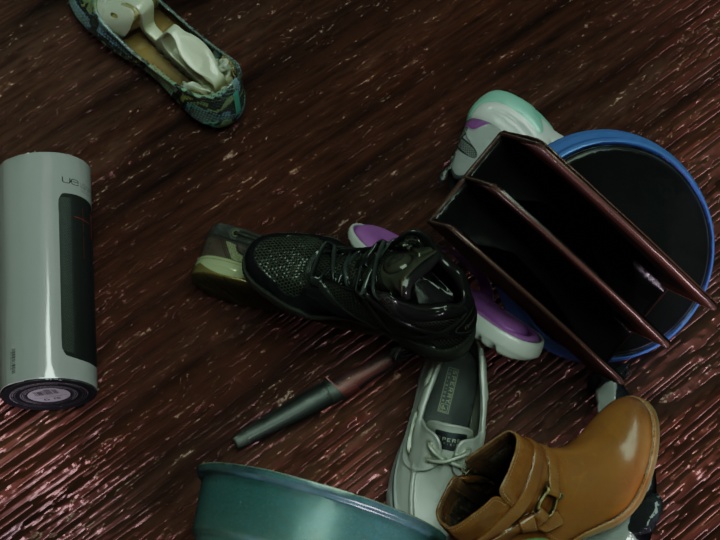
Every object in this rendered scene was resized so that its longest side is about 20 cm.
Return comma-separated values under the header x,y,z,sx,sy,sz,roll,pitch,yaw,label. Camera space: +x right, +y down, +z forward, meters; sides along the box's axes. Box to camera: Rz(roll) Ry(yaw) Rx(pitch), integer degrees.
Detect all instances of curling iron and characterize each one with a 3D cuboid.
x,y,z,sx,sy,sz,roll,pitch,yaw,label
-0.019,0.091,1.428,0.199,0.050,0.026,-29,62,-1,curling iron

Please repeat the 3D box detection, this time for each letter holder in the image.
x,y,z,sx,sy,sz,roll,pitch,yaw,label
0.170,-0.007,1.378,0.200,0.142,0.101,41,88,-12,letter holder

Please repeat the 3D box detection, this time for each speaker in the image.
x,y,z,sx,sy,sz,roll,pitch,yaw,label
-0.258,0.007,1.414,0.080,0.081,0.202,-1,68,-10,speaker

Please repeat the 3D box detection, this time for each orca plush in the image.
x,y,z,sx,sy,sz,roll,pitch,yaw,label
0.214,0.185,1.447,0.071,0.105,0.202,32,42,-45,orca plush

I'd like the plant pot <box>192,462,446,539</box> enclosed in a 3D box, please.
x,y,z,sx,sy,sz,roll,pitch,yaw,label
-0.055,0.268,1.289,0.198,0.200,0.198,17,73,-2,plant pot

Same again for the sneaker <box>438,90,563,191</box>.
x,y,z,sx,sy,sz,roll,pitch,yaw,label
0.163,-0.056,1.520,0.199,0.078,0.141,27,69,10,sneaker

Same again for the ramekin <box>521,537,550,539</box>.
x,y,z,sx,sy,sz,roll,pitch,yaw,label
0.119,0.299,1.295,0.199,0.201,0.098,-32,49,-20,ramekin

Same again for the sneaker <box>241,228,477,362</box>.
x,y,z,sx,sy,sz,roll,pitch,yaw,label
0.000,0.000,1.365,0.198,0.115,0.077,21,63,10,sneaker

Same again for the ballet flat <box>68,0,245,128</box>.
x,y,z,sx,sy,sz,roll,pitch,yaw,label
-0.177,-0.209,1.523,0.199,0.074,0.074,38,67,7,ballet flat

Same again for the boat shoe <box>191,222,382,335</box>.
x,y,z,sx,sy,sz,roll,pitch,yaw,label
-0.041,0.004,1.457,0.199,0.072,0.067,13,71,0,boat shoe

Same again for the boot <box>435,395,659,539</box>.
x,y,z,sx,sy,sz,roll,pitch,yaw,label
0.146,0.156,1.353,0.200,0.155,0.077,-50,44,-5,boot

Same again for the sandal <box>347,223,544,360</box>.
x,y,z,sx,sy,sz,roll,pitch,yaw,label
0.079,0.005,1.457,0.202,0.082,0.050,35,108,22,sandal

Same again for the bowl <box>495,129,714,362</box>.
x,y,z,sx,sy,sz,roll,pitch,yaw,label
0.211,-0.018,1.477,0.198,0.039,0.203,-1,97,-10,bowl

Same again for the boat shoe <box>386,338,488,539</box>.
x,y,z,sx,sy,sz,roll,pitch,yaw,label
0.070,0.144,1.421,0.071,0.066,0.202,17,66,-2,boat shoe
